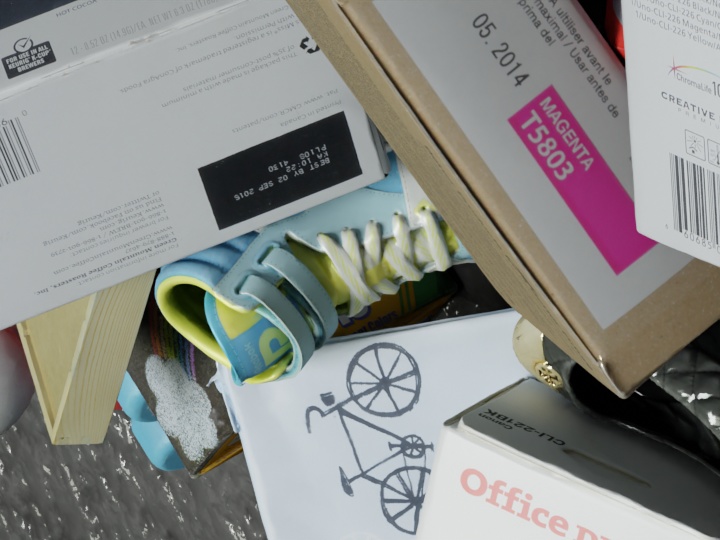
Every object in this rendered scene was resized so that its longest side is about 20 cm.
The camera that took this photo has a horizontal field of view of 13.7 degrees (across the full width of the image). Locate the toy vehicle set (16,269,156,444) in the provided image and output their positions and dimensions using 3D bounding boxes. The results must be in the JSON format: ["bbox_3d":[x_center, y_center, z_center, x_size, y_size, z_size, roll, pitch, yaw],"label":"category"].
[{"bbox_3d":[-0.146,-0.032,1.443,0.125,0.026,0.201,111,148,-43],"label":"toy vehicle set"}]

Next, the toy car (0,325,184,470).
[{"bbox_3d":[-0.196,0.043,1.618,0.185,0.199,0.177,57,173,19],"label":"toy car"}]

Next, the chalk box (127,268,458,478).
[{"bbox_3d":[-0.070,-0.025,1.495,0.201,0.124,0.125,58,149,10],"label":"chalk box"}]

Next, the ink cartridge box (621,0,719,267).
[{"bbox_3d":[0.183,-0.113,0.979,0.084,0.199,0.177,28,135,44],"label":"ink cartridge box"}]

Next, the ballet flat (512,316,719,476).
[{"bbox_3d":[0.135,0.064,1.277,0.199,0.057,0.067,27,159,40],"label":"ballet flat"}]

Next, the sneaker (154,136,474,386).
[{"bbox_3d":[0.000,0.000,1.344,0.199,0.131,0.080,-2,134,23],"label":"sneaker"}]

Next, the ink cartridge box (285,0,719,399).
[{"bbox_3d":[0.048,-0.066,1.123,0.200,0.075,0.165,54,176,-18],"label":"ink cartridge box"}]

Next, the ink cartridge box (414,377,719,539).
[{"bbox_3d":[0.094,0.169,1.337,0.144,0.084,0.201,23,116,23],"label":"ink cartridge box"}]

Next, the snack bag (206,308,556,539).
[{"bbox_3d":[0.044,0.107,1.403,0.199,0.021,0.190,-9,113,12],"label":"snack bag"}]

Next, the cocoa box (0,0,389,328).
[{"bbox_3d":[-0.110,-0.089,1.303,0.134,0.199,0.132,73,175,-48],"label":"cocoa box"}]

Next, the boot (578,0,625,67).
[{"bbox_3d":[0.138,-0.034,1.238,0.200,0.069,0.175,18,136,58],"label":"boot"}]

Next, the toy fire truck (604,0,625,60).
[{"bbox_3d":[0.110,-0.155,1.097,0.141,0.049,0.201,-21,59,59],"label":"toy fire truck"}]
